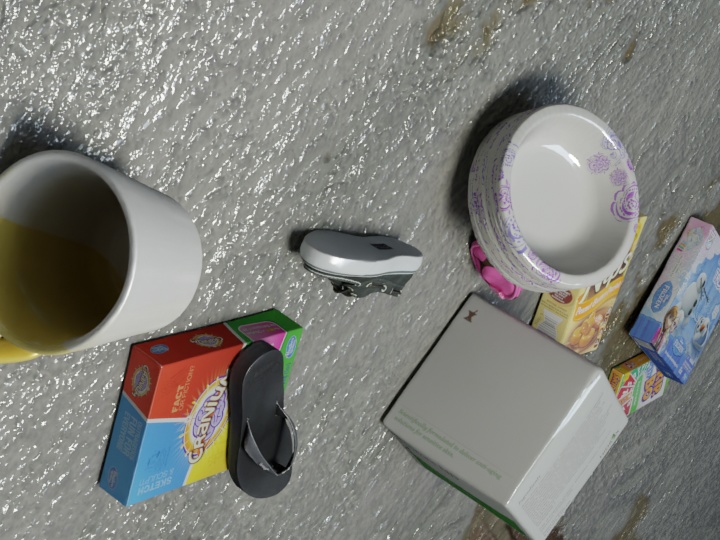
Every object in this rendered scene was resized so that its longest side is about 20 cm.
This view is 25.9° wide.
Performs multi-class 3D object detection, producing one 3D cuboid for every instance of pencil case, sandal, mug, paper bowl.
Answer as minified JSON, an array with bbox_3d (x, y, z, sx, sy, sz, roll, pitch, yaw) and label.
[{"bbox_3d":[0.215,-0.045,1.845,0.199,0.090,0.094,-36,148,-30],"label":"pencil case"},{"bbox_3d":[-0.093,0.158,1.522,0.076,0.043,0.201,-40,145,-30],"label":"sandal"},{"bbox_3d":[-0.215,-0.009,1.221,0.153,0.185,0.151,5,80,-66],"label":"mug"},{"bbox_3d":[0.203,-0.077,1.726,0.199,0.104,0.203,4,82,-31],"label":"paper bowl"}]

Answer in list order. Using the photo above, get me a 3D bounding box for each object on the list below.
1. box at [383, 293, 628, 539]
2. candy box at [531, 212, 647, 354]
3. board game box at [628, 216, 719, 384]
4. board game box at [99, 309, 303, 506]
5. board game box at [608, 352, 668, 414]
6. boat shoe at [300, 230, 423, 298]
[{"bbox_3d":[0.176,0.178,1.866,0.201,0.198,0.172,-53,149,-10],"label":"box"},{"bbox_3d":[0.294,0.013,2.040,0.115,0.055,0.202,-11,126,-52],"label":"candy box"},{"bbox_3d":[0.493,0.049,2.357,0.200,0.043,0.200,-62,147,-8],"label":"board game box"},{"bbox_3d":[-0.150,0.128,1.495,0.199,0.040,0.154,-14,128,-51],"label":"board game box"},{"bbox_3d":[0.435,0.170,2.419,0.199,0.030,0.096,-22,133,-50],"label":"board game box"},{"bbox_3d":[0.000,0.000,1.581,0.199,0.068,0.057,1,116,-59],"label":"boat shoe"}]
